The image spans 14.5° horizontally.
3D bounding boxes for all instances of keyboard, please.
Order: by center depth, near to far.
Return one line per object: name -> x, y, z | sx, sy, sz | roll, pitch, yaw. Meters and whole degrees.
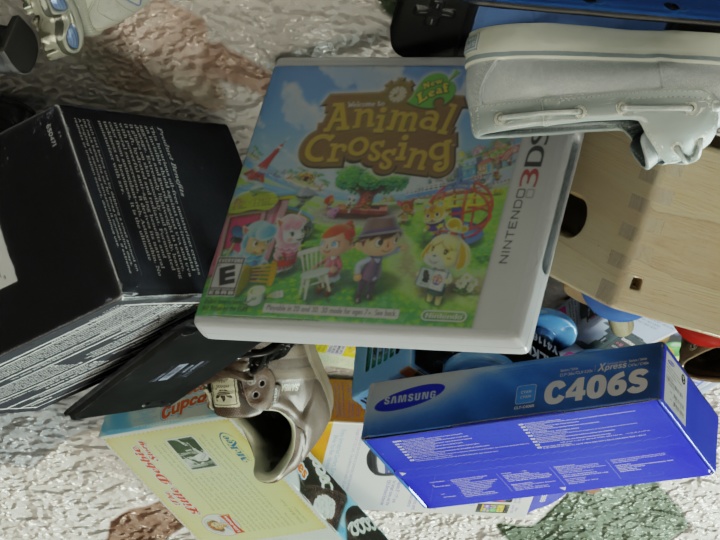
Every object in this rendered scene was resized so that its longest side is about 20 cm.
keyboard -> -0.093, 0.050, 1.711 | 0.126, 0.021, 0.200 | -7, 166, -29

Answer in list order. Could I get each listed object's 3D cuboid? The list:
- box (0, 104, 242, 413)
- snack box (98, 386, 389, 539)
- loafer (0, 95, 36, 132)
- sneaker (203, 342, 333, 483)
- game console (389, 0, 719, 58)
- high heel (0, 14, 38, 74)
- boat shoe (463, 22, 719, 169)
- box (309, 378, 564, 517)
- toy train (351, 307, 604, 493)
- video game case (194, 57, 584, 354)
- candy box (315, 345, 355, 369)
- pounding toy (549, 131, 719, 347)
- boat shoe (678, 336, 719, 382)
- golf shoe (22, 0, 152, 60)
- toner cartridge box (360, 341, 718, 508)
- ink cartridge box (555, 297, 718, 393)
box -> -0.185, -0.002, 1.650 | 0.199, 0.124, 0.198 | -24, 169, 23
snack box -> -0.079, 0.153, 1.967 | 0.116, 0.037, 0.200 | -11, 135, 33
loafer -> -0.284, -0.058, 1.675 | 0.199, 0.071, 0.068 | -9, 145, 9
sneaker -> -0.072, 0.052, 1.806 | 0.070, 0.076, 0.200 | -2, 135, 31
game console -> 0.127, -0.130, 1.559 | 0.199, 0.119, 0.171 | 5, 144, -9
high heel -> -0.277, -0.174, 1.531 | 0.142, 0.072, 0.200 | 0, 138, 31
boat shoe -> 0.153, -0.088, 1.498 | 0.200, 0.072, 0.070 | 3, 175, -1
box -> 0.052, 0.125, 1.985 | 0.199, 0.042, 0.119 | 2, 145, -9
toy train -> 0.091, 0.076, 1.828 | 0.200, 0.087, 0.114 | 32, 137, -32
video game case -> 0.020, -0.040, 1.578 | 0.199, 0.183, 0.022 | 2, 150, 26
candy box -> 0.000, 0.000, 1.813 | 0.102, 0.027, 0.200 | 7, 144, -15
pounding toy -> 0.166, -0.017, 1.658 | 0.183, 0.200, 0.143 | 15, 98, -35
boat shoe -> 0.284, 0.046, 1.729 | 0.199, 0.073, 0.072 | -4, 136, 43
golf shoe -> -0.154, -0.201, 1.498 | 0.097, 0.079, 0.200 | -22, 150, -2
toner cartridge box -> 0.110, 0.097, 1.737 | 0.199, 0.043, 0.095 | -9, 143, 26
ink cartridge box -> 0.216, 0.026, 1.854 | 0.119, 0.042, 0.200 | 22, 136, -30
